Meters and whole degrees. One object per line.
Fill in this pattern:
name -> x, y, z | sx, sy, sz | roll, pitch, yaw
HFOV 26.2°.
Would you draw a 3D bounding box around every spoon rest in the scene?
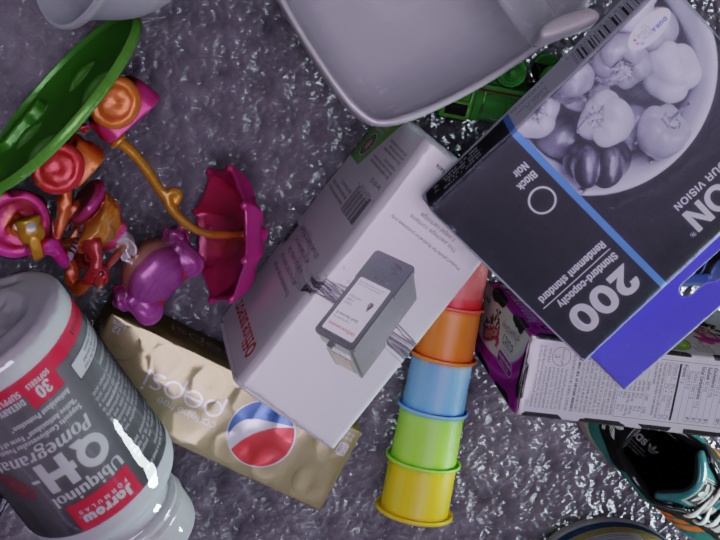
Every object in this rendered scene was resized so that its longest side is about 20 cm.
spoon rest -> 0.085, -0.227, 0.972 | 0.099, 0.061, 0.202 | -19, 77, -12

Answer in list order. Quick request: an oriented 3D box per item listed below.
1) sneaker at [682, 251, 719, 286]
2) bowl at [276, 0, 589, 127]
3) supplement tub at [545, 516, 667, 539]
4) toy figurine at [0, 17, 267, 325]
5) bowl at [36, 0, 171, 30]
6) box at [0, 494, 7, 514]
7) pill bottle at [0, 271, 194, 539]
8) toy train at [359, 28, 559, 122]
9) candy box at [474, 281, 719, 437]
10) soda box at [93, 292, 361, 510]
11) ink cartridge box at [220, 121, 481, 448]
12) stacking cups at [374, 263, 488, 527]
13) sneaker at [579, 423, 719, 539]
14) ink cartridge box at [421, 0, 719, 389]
sneaker -> 0.191, -0.040, 1.109 | 0.198, 0.070, 0.079 | 7, 108, -10
bowl -> 0.032, -0.208, 1.019 | 0.199, 0.075, 0.201 | -31, 91, -10
supplement tub -> 0.198, 0.279, 1.121 | 0.143, 0.200, 0.146 | -2, 104, -7
toy figurine -> -0.152, -0.035, 1.031 | 0.184, 0.150, 0.200 | 43, 86, -24
bowl -> -0.132, -0.242, 0.967 | 0.090, 0.201, 0.203 | 8, 104, -31
box -> -0.363, 0.187, 1.059 | 0.198, 0.124, 0.198 | 23, 101, -12
pill bottle -> -0.190, 0.108, 1.003 | 0.110, 0.111, 0.201 | -30, 121, 0
toy train -> 0.081, -0.132, 1.088 | 0.198, 0.042, 0.057 | 10, 112, -10
candy box -> 0.193, 0.063, 1.101 | 0.198, 0.136, 0.062 | 8, 104, -11
soda box -> -0.103, 0.092, 1.104 | 0.199, 0.064, 0.068 | 27, 99, -14
ink cartridge box -> 0.000, 0.000, 1.053 | 0.084, 0.146, 0.201 | 36, 97, -16
stacking cups -> 0.059, 0.083, 1.125 | 0.060, 0.061, 0.202 | 9, 103, -10
sneaker -> 0.249, 0.164, 1.161 | 0.199, 0.080, 0.072 | 36, 97, -15
ink cartridge box -> 0.175, -0.043, 0.958 | 0.200, 0.043, 0.198 | 42, 104, -18
